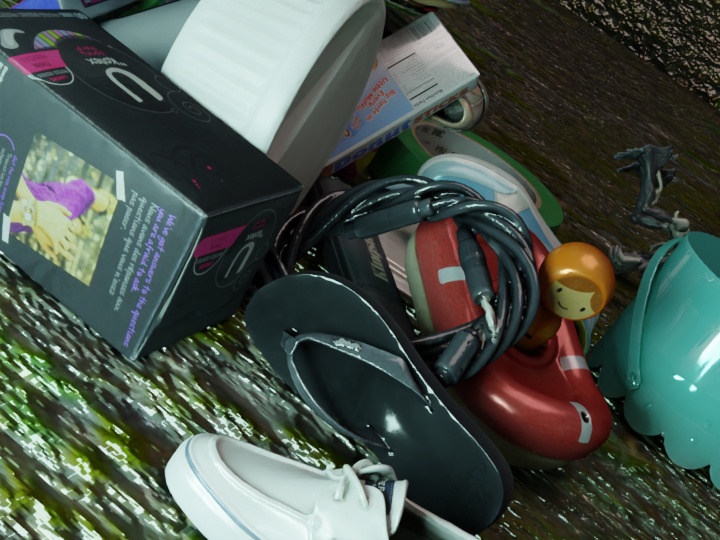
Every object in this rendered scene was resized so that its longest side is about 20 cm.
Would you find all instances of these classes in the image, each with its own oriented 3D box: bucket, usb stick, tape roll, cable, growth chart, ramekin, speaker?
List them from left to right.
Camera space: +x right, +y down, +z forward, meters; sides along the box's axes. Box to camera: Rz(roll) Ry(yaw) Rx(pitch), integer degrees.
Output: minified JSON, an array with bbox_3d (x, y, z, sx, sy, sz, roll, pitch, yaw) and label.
[{"bbox_3d":[-0.112,-0.177,0.967,0.198,0.082,0.081,-25,54,-30],"label":"speaker"},{"bbox_3d":[-0.069,-0.121,0.860,0.094,0.204,0.202,30,22,7],"label":"ramekin"},{"bbox_3d":[0.000,0.000,0.899,0.055,0.033,0.201,19,31,-28],"label":"usb stick"},{"bbox_3d":[0.017,-0.002,0.810,0.199,0.163,0.051,31,-21,34],"label":"cable"},{"bbox_3d":[0.040,-0.020,1.033,0.144,0.018,0.200,36,23,11],"label":"growth chart"},{"bbox_3d":[0.102,-0.084,1.208,0.199,0.048,0.201,27,23,-12],"label":"tape roll"},{"bbox_3d":[0.304,0.072,1.032,0.205,0.136,0.208,28,21,-12],"label":"bucket"}]

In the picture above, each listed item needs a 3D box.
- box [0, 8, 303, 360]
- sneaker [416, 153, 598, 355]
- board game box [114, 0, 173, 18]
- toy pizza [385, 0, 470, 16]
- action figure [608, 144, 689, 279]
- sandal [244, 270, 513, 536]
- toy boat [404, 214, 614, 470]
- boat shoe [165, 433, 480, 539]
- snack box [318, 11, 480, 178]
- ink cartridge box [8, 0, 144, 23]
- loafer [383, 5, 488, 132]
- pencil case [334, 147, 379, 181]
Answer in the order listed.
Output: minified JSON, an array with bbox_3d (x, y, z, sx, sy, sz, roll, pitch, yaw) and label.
[{"bbox_3d":[-0.154,-0.059,0.741,0.199,0.107,0.122,38,24,13],"label":"box"},{"bbox_3d":[0.118,-0.004,0.986,0.200,0.080,0.131,43,22,-8],"label":"sneaker"},{"bbox_3d":[-0.128,-0.233,1.084,0.029,0.134,0.199,60,23,10],"label":"board game box"},{"bbox_3d":[0.000,-0.260,1.078,0.198,0.032,0.200,20,16,-6],"label":"toy pizza"},{"bbox_3d":[0.298,-0.018,1.261,0.119,0.101,0.203,55,24,-78],"label":"action figure"},{"bbox_3d":[0.007,0.071,0.722,0.200,0.077,0.043,41,22,20],"label":"sandal"},{"bbox_3d":[0.119,0.030,0.844,0.129,0.131,0.202,12,52,-38],"label":"toy boat"},{"bbox_3d":[0.001,0.126,0.615,0.198,0.066,0.074,29,22,-7],"label":"boat shoe"},{"bbox_3d":[-0.002,-0.134,1.009,0.072,0.199,0.024,54,-15,14],"label":"snack box"},{"bbox_3d":[-0.232,-0.181,0.913,0.037,0.094,0.200,62,19,-15],"label":"ink cartridge box"},{"bbox_3d":[0.020,-0.184,1.066,0.199,0.072,0.063,32,19,5],"label":"loafer"},{"bbox_3d":[-0.070,-0.149,1.073,0.198,0.089,0.089,24,23,-20],"label":"pencil case"}]
